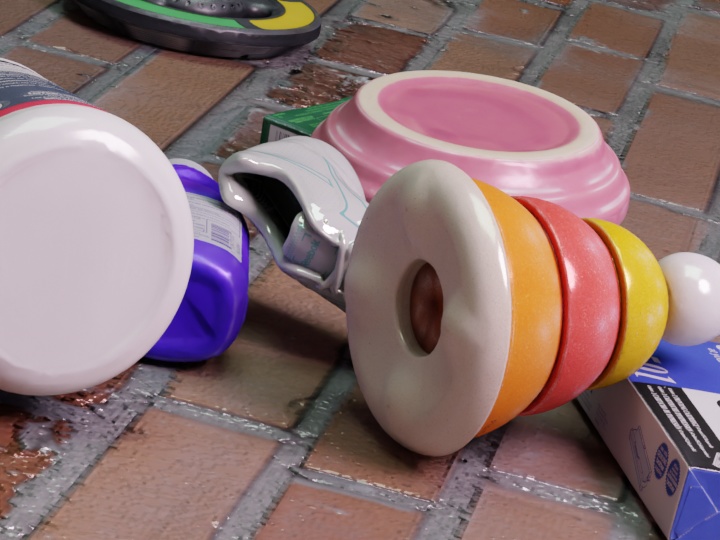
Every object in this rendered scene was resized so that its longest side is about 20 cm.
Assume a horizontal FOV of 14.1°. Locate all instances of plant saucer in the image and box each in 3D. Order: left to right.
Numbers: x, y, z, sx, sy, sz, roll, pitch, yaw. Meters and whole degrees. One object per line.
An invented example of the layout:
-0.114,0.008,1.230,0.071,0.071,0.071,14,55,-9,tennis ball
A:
0.069,-0.074,1.773,0.200,0.051,0.201,8,23,-4,plant saucer

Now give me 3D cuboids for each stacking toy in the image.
0.104,0.018,1.478,0.199,0.147,0.146,0,21,-30,stacking toy

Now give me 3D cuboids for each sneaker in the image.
0.000,0.000,1.554,0.200,0.071,0.080,38,20,23,sneaker

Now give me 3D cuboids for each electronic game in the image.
-0.127,-0.203,2.198,0.199,0.042,0.200,11,18,-4,electronic game

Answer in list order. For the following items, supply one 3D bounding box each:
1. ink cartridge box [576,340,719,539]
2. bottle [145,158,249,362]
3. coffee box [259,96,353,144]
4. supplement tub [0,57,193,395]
0.179,0.086,1.497,0.094,0.044,0.200,10,17,-14,ink cartridge box
-0.102,-0.011,1.575,0.083,0.066,0.200,10,17,-6,bottle
0.045,-0.058,1.856,0.199,0.044,0.123,22,22,30,coffee box
-0.179,-0.029,1.434,0.140,0.141,0.200,3,12,-28,supplement tub
